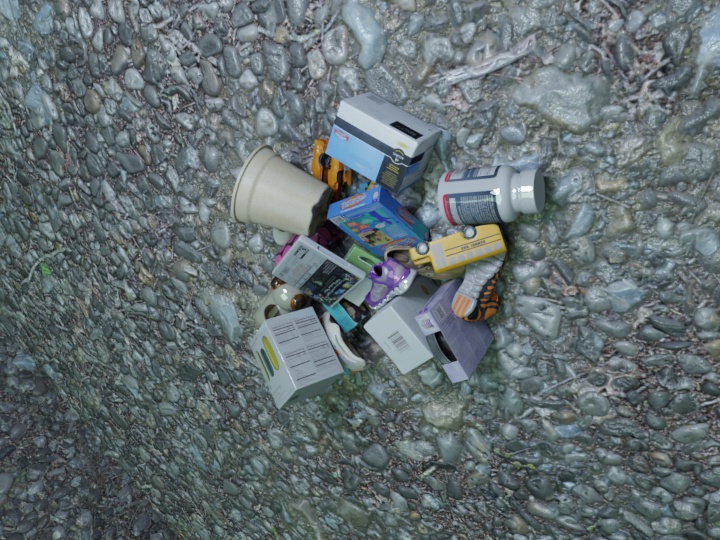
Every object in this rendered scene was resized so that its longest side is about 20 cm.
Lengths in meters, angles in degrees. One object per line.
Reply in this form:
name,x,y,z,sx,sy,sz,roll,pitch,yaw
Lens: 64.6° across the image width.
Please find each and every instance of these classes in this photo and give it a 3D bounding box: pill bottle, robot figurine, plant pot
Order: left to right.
plant pot,-0.175,-0.171,1.346,0.183,0.200,0.201,23,124,7
robot figurine,-0.073,-0.216,1.408,0.145,0.058,0.200,31,128,38
pill bottle,0.274,-0.157,1.191,0.200,0.120,0.120,0,113,33

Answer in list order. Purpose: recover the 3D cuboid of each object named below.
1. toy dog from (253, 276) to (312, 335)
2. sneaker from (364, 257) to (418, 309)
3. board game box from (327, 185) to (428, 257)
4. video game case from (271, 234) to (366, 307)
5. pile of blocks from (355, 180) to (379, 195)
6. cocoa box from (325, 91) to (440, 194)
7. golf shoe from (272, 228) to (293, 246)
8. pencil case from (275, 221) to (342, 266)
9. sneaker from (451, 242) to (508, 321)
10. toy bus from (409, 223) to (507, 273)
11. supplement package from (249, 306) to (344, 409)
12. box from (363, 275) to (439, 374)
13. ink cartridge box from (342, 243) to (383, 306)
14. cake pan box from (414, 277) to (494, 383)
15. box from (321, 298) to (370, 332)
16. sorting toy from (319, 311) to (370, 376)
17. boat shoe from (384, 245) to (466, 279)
toy dog,-0.218,0.083,1.582,0.140,0.194,0.200,51,139,11
sneaker,0.054,0.025,1.340,0.088,0.081,0.200,37,149,-7
board game box,0.044,-0.108,1.337,0.152,0.045,0.200,-14,144,36
video game case,-0.106,0.007,1.402,0.182,0.023,0.200,31,145,-12
pile of blocks,0.002,-0.159,1.399,0.082,0.062,0.200,33,126,15
cocoa box,0.049,-0.283,1.261,0.200,0.133,0.131,33,127,15
golf shoe,-0.211,-0.144,1.527,0.077,0.088,0.200,29,127,15
pencil case,-0.141,-0.063,1.528,0.200,0.094,0.091,-34,53,40
sneaker,0.288,0.027,1.308,0.078,0.112,0.200,35,97,42
toy bus,0.212,-0.048,1.248,0.200,0.065,0.078,-19,90,16
supplement package,-0.173,0.231,1.513,0.200,0.151,0.152,61,143,19
box,0.131,0.122,1.369,0.152,0.200,0.106,50,128,1
ink cartridge box,0.000,0.000,1.443,0.104,0.059,0.200,31,140,-5
cake pan box,0.222,0.135,1.319,0.052,0.200,0.184,-26,100,39
box,-0.067,0.064,1.542,0.200,0.082,0.049,50,128,0
sorting toy,-0.053,0.210,1.550,0.200,0.107,0.180,53,158,-1
boat shoe,0.153,-0.018,1.334,0.200,0.065,0.071,7,92,4
